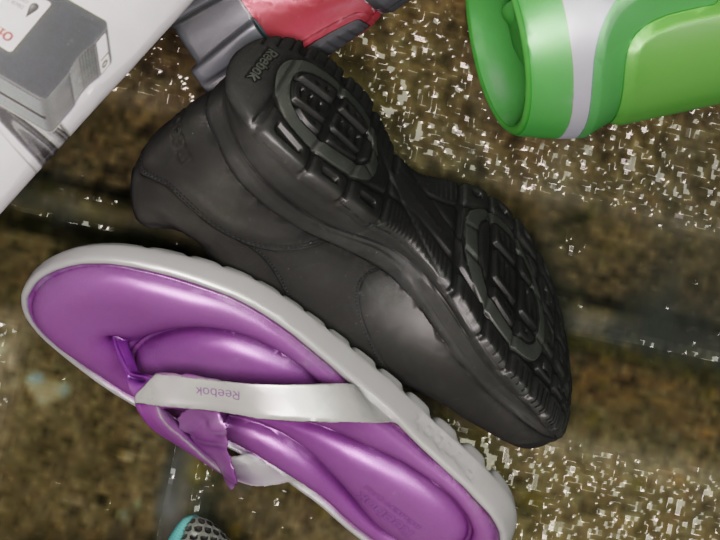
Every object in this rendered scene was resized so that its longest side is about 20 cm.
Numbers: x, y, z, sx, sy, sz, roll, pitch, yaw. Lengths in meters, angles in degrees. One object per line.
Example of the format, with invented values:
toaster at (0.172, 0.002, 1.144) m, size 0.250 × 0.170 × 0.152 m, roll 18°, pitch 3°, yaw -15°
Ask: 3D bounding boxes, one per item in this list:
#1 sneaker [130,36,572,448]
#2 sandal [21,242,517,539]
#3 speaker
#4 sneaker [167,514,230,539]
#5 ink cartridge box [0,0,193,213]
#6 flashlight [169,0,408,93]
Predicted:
sneaker at (0.000, 0.000, 1.001) m, size 0.200 × 0.091 × 0.076 m, roll 44°, pitch 35°, yaw -24°
sandal at (-0.031, 0.055, 0.980) m, size 0.202 × 0.083 × 0.050 m, roll 30°, pitch 43°, yaw -11°
speaker at (0.143, -0.105, 1.024) m, size 0.199 × 0.088 × 0.089 m, roll -12°, pitch 91°, yaw -12°
sneaker at (-0.121, 0.146, 0.976) m, size 0.199 × 0.078 × 0.092 m, roll -15°, pitch 76°, yaw -16°
ink cartridge box at (-0.128, -0.087, 0.919) m, size 0.084 × 0.145 × 0.200 m, roll 43°, pitch 89°, yaw -17°
flashlight at (0.020, -0.135, 0.975) m, size 0.199 × 0.068 × 0.068 m, roll -34°, pitch 121°, yaw 12°
